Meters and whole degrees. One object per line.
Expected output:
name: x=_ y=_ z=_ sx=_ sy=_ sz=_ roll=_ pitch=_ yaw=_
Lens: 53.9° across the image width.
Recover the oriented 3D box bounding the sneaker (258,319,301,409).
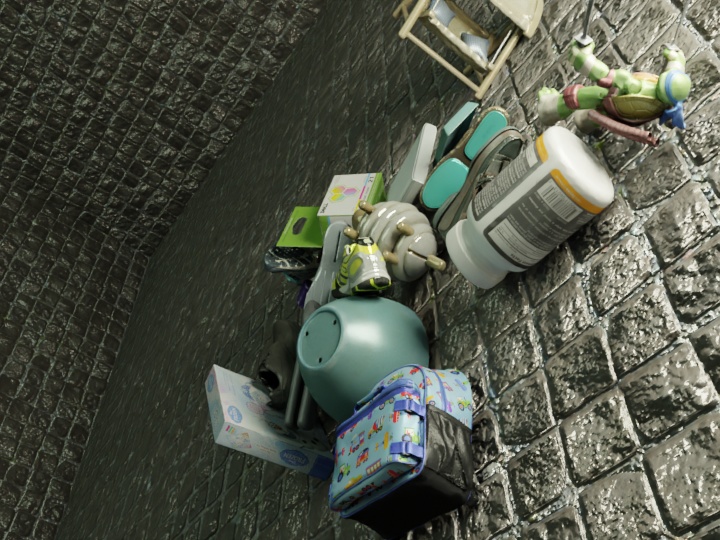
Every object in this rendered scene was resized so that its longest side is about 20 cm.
sneaker: x=-0.136 y=0.156 z=1.219 sx=0.201 sy=0.089 sz=0.077 roll=-114 pitch=31 yaw=-51

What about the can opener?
can opener: x=-0.090 y=0.149 z=1.132 sx=0.052 sy=0.067 sz=0.204 roll=-5 pitch=62 yaw=30

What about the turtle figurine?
turtle figurine: x=0.308 y=-0.247 z=0.849 sx=0.142 sy=0.203 sz=0.193 roll=-31 pitch=8 yaw=-24

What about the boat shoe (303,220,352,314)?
boat shoe: x=-0.045 y=0.018 z=1.221 sx=0.062 sy=0.070 sz=0.205 roll=28 pitch=-103 yaw=-77

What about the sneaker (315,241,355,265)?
sneaker: x=0.002 y=-0.027 z=1.268 sx=0.199 sy=0.105 sz=0.076 roll=-35 pitch=33 yaw=46

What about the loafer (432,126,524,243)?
loafer: x=0.186 y=-0.118 z=1.063 sx=0.201 sy=0.071 sz=0.064 roll=-55 pitch=42 yaw=30

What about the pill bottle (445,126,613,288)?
pill bottle: x=0.206 y=-0.072 z=0.887 sx=0.200 sy=0.115 sz=0.118 roll=-43 pitch=29 yaw=35

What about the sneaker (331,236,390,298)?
sneaker: x=0.000 y=0.000 z=1.091 sx=0.200 sy=0.074 sz=0.078 roll=151 pitch=111 yaw=-71

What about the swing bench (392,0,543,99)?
swing bench: x=0.192 y=-0.455 z=1.242 sx=0.201 sy=0.197 sz=0.131 roll=-49 pitch=26 yaw=26

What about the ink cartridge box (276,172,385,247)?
ink cartridge box: x=-0.060 y=-0.115 z=1.368 sx=0.195 sy=0.077 sz=0.149 roll=0 pitch=38 yaw=15

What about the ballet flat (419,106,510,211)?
ballet flat: x=0.171 y=-0.180 z=1.163 sx=0.201 sy=0.067 sz=0.075 roll=-52 pitch=3 yaw=9

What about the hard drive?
hard drive: x=0.079 y=-0.148 z=1.269 sx=0.201 sy=0.026 sz=0.134 roll=121 pitch=167 yaw=-55

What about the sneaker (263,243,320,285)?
sneaker: x=-0.131 y=-0.004 z=1.470 sx=0.077 sy=0.198 sz=0.088 roll=39 pitch=115 yaw=26

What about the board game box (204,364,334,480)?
board game box: x=-0.153 y=0.246 z=1.164 sx=0.044 sy=0.196 sz=0.200 roll=-60 pitch=23 yaw=8

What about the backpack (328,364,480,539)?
backpack: x=0.054 y=0.202 z=0.876 sx=0.182 sy=0.133 sz=0.203 roll=-40 pitch=28 yaw=38

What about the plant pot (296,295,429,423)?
plant pot: x=-0.016 y=0.120 z=1.036 sx=0.197 sy=0.134 sz=0.204 roll=-22 pitch=54 yaw=34

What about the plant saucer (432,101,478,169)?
plant saucer: x=0.149 y=-0.214 z=1.150 sx=0.070 sy=0.019 sz=0.200 roll=-46 pitch=-7 yaw=-6

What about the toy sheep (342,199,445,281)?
toy sheep: x=0.057 y=-0.046 z=1.137 sx=0.199 sy=0.137 sz=0.140 roll=38 pitch=98 yaw=37

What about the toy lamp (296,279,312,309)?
toy lamp: x=-0.063 y=-0.004 z=1.442 sx=0.201 sy=0.057 sz=0.059 roll=-54 pitch=24 yaw=17
